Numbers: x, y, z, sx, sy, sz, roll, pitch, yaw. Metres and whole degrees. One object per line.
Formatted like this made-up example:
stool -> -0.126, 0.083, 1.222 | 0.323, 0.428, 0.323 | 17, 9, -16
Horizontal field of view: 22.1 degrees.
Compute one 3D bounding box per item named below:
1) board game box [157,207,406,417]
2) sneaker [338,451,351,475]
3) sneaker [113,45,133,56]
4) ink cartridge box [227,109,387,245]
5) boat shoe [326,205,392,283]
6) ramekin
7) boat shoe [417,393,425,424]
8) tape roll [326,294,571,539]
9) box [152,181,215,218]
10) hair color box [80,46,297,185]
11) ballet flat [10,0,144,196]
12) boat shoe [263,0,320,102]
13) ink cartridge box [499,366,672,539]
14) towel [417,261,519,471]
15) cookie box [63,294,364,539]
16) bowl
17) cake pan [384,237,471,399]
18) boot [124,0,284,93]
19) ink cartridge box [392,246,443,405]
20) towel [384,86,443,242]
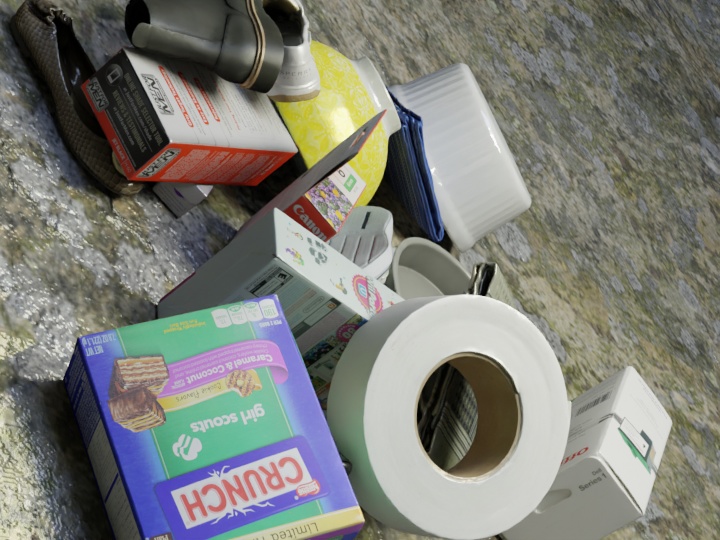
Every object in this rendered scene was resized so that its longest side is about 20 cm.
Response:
board game box -> -0.054, 0.054, 1.586 | 0.199, 0.147, 0.065 | 35, 31, -34
sneaker -> -0.053, 0.198, 1.459 | 0.075, 0.115, 0.201 | 31, 35, -38
sneaker -> -0.173, -0.200, 1.758 | 0.079, 0.077, 0.200 | 53, 28, -5
ink cartridge box -> -0.045, -0.054, 1.662 | 0.050, 0.199, 0.109 | 48, 28, -10
boat shoe -> 0.000, 0.000, 1.697 | 0.200, 0.073, 0.068 | -53, 144, -67
ramekin -> 0.111, -0.131, 2.040 | 0.202, 0.097, 0.201 | 63, 7, -13
boat shoe -> 0.020, 0.102, 1.709 | 0.074, 0.068, 0.201 | -26, 79, -19
tape roll -> 0.074, 0.121, 1.534 | 0.201, 0.071, 0.205 | 2, 85, -28
box -> -0.143, -0.116, 1.750 | 0.042, 0.039, 0.200 | 48, 28, -13
hair color box -> -0.150, -0.135, 1.652 | 0.199, 0.061, 0.102 | 0, 58, -59
ballet flat -> -0.243, -0.157, 1.628 | 0.067, 0.046, 0.201 | -11, 69, -60
boat shoe -> -0.081, -0.236, 1.730 | 0.070, 0.070, 0.200 | -12, 39, -17
ink cartridge box -> 0.224, 0.201, 1.870 | 0.085, 0.146, 0.200 | 52, 28, -8
towel -> 0.098, 0.105, 1.677 | 0.200, 0.034, 0.194 | 59, 50, -64
cookie box -> -0.113, 0.135, 1.395 | 0.170, 0.075, 0.201 | -12, 64, -24
bowl -> -0.025, -0.152, 1.815 | 0.202, 0.107, 0.200 | 63, -3, 5
cake pan -> 0.085, 0.062, 1.829 | 0.200, 0.037, 0.201 | 40, 31, -30
boot -> -0.159, -0.236, 1.654 | 0.137, 0.078, 0.200 | 12, 20, -27
ink cartridge box -> 0.050, 0.070, 1.851 | 0.199, 0.040, 0.201 | -7, 66, -61
towel -> 0.042, -0.127, 1.939 | 0.200, 0.024, 0.146 | -123, -164, -62
